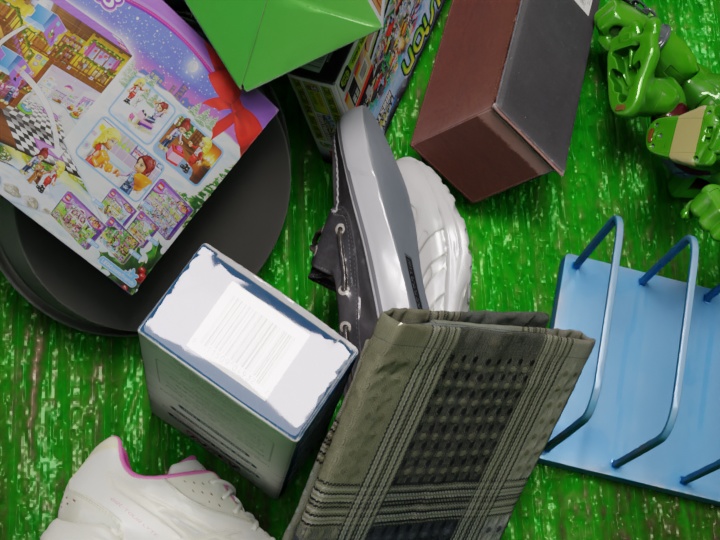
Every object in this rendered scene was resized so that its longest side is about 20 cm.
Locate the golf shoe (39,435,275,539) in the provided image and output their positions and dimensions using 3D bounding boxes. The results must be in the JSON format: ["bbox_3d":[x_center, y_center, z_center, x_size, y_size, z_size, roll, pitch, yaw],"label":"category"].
[{"bbox_3d":[-0.083,0.159,0.830,0.198,0.075,0.092,19,67,-3],"label":"golf shoe"}]

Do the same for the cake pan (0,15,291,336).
[{"bbox_3d":[-0.126,-0.051,0.847,0.198,0.037,0.203,-9,111,-24],"label":"cake pan"}]

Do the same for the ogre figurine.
[{"bbox_3d":[0.225,-0.091,0.923,0.119,0.200,0.099,19,109,-39],"label":"ogre figurine"}]

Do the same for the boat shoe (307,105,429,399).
[{"bbox_3d":[0.000,0.000,0.842,0.066,0.070,0.202,-18,71,16],"label":"boat shoe"}]

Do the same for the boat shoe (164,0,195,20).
[{"bbox_3d":[-0.089,-0.175,0.940,0.197,0.075,0.067,-9,117,-16],"label":"boat shoe"}]

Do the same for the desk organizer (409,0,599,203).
[{"bbox_3d":[0.102,-0.149,0.949,0.072,0.077,0.201,39,50,-29],"label":"desk organizer"}]

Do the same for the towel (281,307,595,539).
[{"bbox_3d":[0.034,0.109,0.779,0.034,0.192,0.202,36,108,38],"label":"towel"}]

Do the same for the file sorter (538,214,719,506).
[{"bbox_3d":[0.224,0.063,0.877,0.198,0.123,0.140,14,72,-4],"label":"file sorter"}]

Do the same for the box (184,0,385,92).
[{"bbox_3d":[-0.067,-0.236,0.783,0.096,0.201,0.177,-20,32,19],"label":"box"}]

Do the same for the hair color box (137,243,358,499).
[{"bbox_3d":[-0.065,0.063,0.793,0.100,0.200,0.061,35,72,5],"label":"hair color box"}]

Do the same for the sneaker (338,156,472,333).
[{"bbox_3d":[0.024,0.025,0.887,0.098,0.078,0.202,-8,72,-6],"label":"sneaker"}]

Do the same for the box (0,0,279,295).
[{"bbox_3d":[-0.158,-0.099,0.768,0.200,0.039,0.137,42,86,-32],"label":"box"}]

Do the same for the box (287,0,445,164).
[{"bbox_3d":[0.018,-0.178,0.929,0.034,0.110,0.202,17,70,19],"label":"box"}]
